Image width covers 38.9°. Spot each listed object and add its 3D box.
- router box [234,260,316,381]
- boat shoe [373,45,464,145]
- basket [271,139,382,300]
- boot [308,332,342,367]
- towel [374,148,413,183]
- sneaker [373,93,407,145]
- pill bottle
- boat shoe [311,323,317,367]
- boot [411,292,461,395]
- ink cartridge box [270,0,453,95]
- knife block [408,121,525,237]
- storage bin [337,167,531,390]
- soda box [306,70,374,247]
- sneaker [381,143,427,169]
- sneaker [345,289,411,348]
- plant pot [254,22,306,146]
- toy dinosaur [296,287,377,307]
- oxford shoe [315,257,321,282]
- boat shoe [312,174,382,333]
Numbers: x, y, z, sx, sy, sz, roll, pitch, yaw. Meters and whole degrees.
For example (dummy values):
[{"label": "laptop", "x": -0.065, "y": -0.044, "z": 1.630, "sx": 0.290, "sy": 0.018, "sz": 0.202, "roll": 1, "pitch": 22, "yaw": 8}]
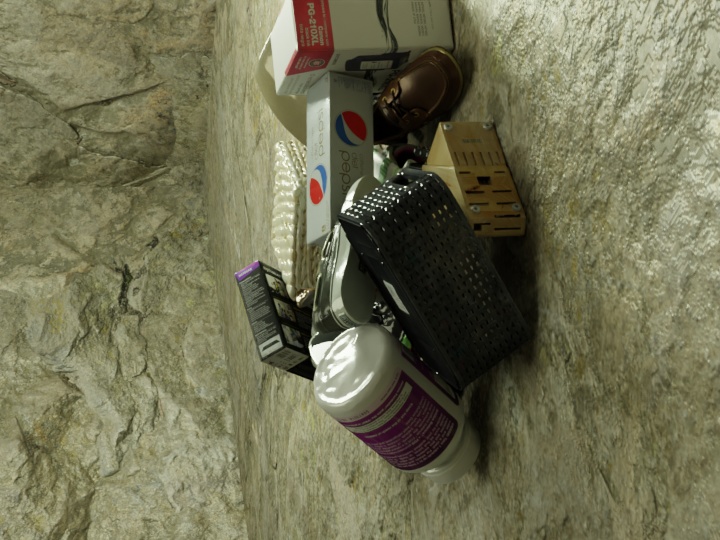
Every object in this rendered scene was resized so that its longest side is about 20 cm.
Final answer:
[{"label": "router box", "x": -0.103, "y": 0.084, "z": 1.561, "sx": 0.200, "sy": 0.051, "sz": 0.151, "roll": 32, "pitch": -146, "yaw": -58}, {"label": "boat shoe", "x": 0.059, "y": -0.200, "z": 1.229, "sx": 0.072, "sy": 0.067, "sz": 0.200, "roll": 50, "pitch": 154, "yaw": -3}, {"label": "basket", "x": -0.043, "y": -0.083, "z": 1.532, "sx": 0.201, "sy": 0.158, "sz": 0.201, "roll": -114, "pitch": 25, "yaw": -58}, {"label": "boot", "x": 0.014, "y": 0.163, "z": 1.382, "sx": 0.199, "sy": 0.072, "sz": 0.145, "roll": 35, "pitch": 161, "yaw": 47}, {"label": "towel", "x": 0.001, "y": -0.072, "z": 1.277, "sx": 0.155, "sy": 0.023, "sz": 0.200, "roll": -68, "pitch": 25, "yaw": 15}, {"label": "sneaker", "x": 0.027, "y": -0.242, "z": 1.396, "sx": 0.201, "sy": 0.073, "sz": 0.090, "roll": -106, "pitch": 23, "yaw": -53}, {"label": "pill bottle", "x": 0.047, "y": 0.156, "z": 1.140, "sx": 0.111, "sy": 0.200, "sz": 0.113, "roll": -29, "pitch": 37, "yaw": 25}, {"label": "boat shoe", "x": -0.032, "y": 0.103, "z": 1.551, "sx": 0.202, "sy": 0.073, "sz": 0.066, "roll": -18, "pitch": -57, "yaw": -77}, {"label": "boot", "x": 0.074, "y": 0.062, "z": 1.283, "sx": 0.201, "sy": 0.067, "sz": 0.191, "roll": -110, "pitch": 19, "yaw": -54}, {"label": "ink cartridge box", "x": 0.000, "y": -0.282, "z": 1.257, "sx": 0.145, "sy": 0.197, "sz": 0.086, "roll": 143, "pitch": 121, "yaw": -72}, {"label": "knife block", "x": 0.107, "y": -0.071, "z": 1.138, "sx": 0.177, "sy": 0.063, "sz": 0.202, "roll": 105, "pitch": 157, "yaw": -50}, {"label": "storage bin", "x": 0.073, "y": 0.006, "z": 1.047, "sx": 0.201, "sy": 0.093, "sz": 0.135, "roll": 58, "pitch": 172, "yaw": -15}, {"label": "soda box", "x": -0.025, "y": -0.131, "z": 1.237, "sx": 0.068, "sy": 0.063, "sz": 0.204, "roll": -25, "pitch": 62, "yaw": 58}, {"label": "sneaker", "x": 0.056, "y": -0.124, "z": 1.318, "sx": 0.200, "sy": 0.080, "sz": 0.090, "roll": -137, "pitch": 51, "yaw": -62}, {"label": "sneaker", "x": 0.018, "y": 0.078, "z": 1.229, "sx": 0.077, "sy": 0.082, "sz": 0.204, "roll": 169, "pitch": 112, "yaw": -80}, {"label": "plant pot", "x": -0.072, "y": -0.284, "z": 1.438, "sx": 0.203, "sy": 0.133, "sz": 0.200, "roll": -63, "pitch": 4, "yaw": 9}, {"label": "toy dinosaur", "x": 0.015, "y": 0.040, "z": 1.327, "sx": 0.106, "sy": 0.197, "sz": 0.061, "roll": 21, "pitch": 96, "yaw": 60}, {"label": "oxford shoe", "x": 0.000, "y": 0.000, "z": 1.352, "sx": 0.075, "sy": 0.070, "sz": 0.199, "roll": -59, "pitch": 20, "yaw": -11}, {"label": "boat shoe", "x": -0.015, "y": -0.021, "z": 1.135, "sx": 0.063, "sy": 0.071, "sz": 0.202, "roll": -21, "pitch": 41, "yaw": 37}]
